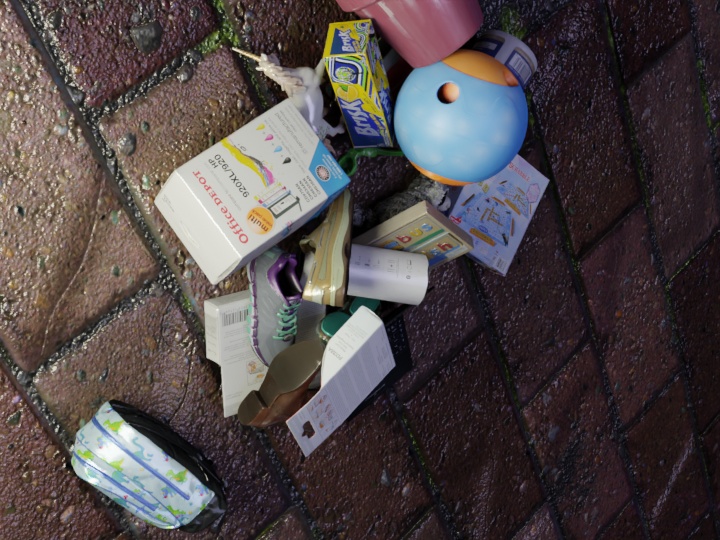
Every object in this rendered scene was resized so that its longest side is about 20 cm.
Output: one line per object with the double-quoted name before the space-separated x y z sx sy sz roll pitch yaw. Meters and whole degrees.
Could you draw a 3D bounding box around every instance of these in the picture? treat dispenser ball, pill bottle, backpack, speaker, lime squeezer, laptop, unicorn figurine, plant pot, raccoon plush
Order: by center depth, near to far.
"backpack" -0.299 0.267 1.404 0.154 0.163 0.200 -36 119 -10
"plant pot" 0.078 -0.401 1.456 0.200 0.200 0.179 -47 114 -19
"unicorn figurine" -0.080 -0.255 1.470 0.137 0.074 0.201 -37 109 -49
"treat dispenser ball" 0.150 -0.228 1.520 0.200 0.201 0.202 -14 113 -37
"speaker" 0.000 0.000 1.553 0.199 0.081 0.082 8 99 -14
"lime squeezer" -0.009 -0.164 1.601 0.200 0.038 0.071 -39 157 -27
"raccoon plush" 0.064 -0.120 1.639 0.200 0.097 0.135 18 84 -42
"laptop" 0.049 0.139 1.678 0.177 0.103 0.201 -35 126 -35
"pill bottle" 0.197 -0.288 1.681 0.111 0.111 0.200 44 75 -40

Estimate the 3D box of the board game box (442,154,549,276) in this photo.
"board game box" 0.231 -0.119 1.811 0.200 0.041 0.200 31 83 -42

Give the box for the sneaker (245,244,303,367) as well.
"sneaker" -0.118 0.061 1.477 0.074 0.087 0.201 -22 115 -34

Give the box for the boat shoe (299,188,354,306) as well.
"boat shoe" -0.051 -0.041 1.475 0.072 0.076 0.201 91 4 -52

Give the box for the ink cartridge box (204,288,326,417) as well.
"ink cartridge box" -0.141 0.112 1.560 0.199 0.045 0.177 -14 112 -37

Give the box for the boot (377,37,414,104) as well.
"boot" 0.100 -0.333 1.612 0.200 0.072 0.144 -46 129 -10

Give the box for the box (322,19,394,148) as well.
"box" 0.003 -0.266 1.478 0.200 0.064 0.070 68 26 -54

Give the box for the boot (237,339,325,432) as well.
"boot" -0.066 0.182 1.552 0.186 0.064 0.200 -41 146 23

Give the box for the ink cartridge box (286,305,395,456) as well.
"ink cartridge box" -0.037 0.165 1.489 0.200 0.047 0.160 -45 155 -15

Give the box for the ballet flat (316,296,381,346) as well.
"ballet flat" -0.021 0.095 1.604 0.200 0.074 0.075 -33 127 -61

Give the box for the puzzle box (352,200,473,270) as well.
"puzzle box" 0.062 -0.031 1.609 0.133 0.200 0.026 33 41 -41

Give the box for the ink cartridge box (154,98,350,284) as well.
"ink cartridge box" -0.149 -0.105 1.381 0.200 0.145 0.147 -37 91 -27
